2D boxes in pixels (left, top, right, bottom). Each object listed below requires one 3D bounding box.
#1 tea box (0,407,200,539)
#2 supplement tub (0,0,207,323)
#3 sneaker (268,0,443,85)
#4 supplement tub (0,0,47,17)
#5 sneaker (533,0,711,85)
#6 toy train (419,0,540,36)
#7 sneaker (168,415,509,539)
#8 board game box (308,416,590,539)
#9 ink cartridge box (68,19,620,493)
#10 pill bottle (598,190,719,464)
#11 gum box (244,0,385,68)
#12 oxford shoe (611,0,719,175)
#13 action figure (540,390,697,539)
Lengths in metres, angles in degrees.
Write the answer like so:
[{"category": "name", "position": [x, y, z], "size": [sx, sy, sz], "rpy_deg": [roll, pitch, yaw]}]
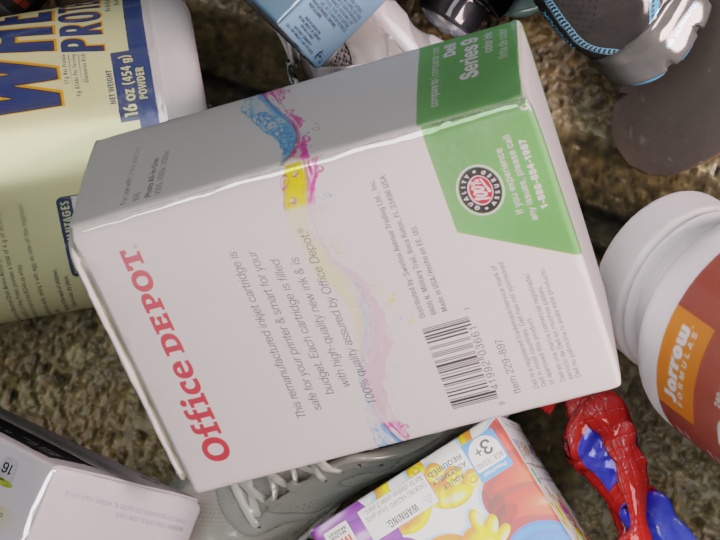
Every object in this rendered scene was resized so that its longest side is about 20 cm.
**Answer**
[{"category": "tea box", "position": [-0.217, 0.153, 0.962], "size": [0.200, 0.134, 0.197], "rpy_deg": [23, 87, 29]}, {"category": "supplement tub", "position": [-0.169, -0.048, 0.975], "size": [0.199, 0.145, 0.146], "rpy_deg": [-10, 81, -4]}, {"category": "sneaker", "position": [-0.010, -0.102, 1.004], "size": [0.200, 0.075, 0.082], "rpy_deg": [40, 90, 12]}, {"category": "supplement tub", "position": [-0.185, -0.183, 1.032], "size": [0.200, 0.107, 0.107], "rpy_deg": [-43, 78, 3]}, {"category": "sneaker", "position": [0.147, -0.188, 0.945], "size": [0.082, 0.073, 0.201], "rpy_deg": [32, 78, -28]}, {"category": "toy train", "position": [0.070, -0.214, 1.004], "size": [0.114, 0.085, 0.200], "rpy_deg": [30, 89, 22]}, {"category": "sneaker", "position": [-0.021, 0.082, 0.976], "size": [0.200, 0.092, 0.076], "rpy_deg": [-33, 79, 6]}, {"category": "board game box", "position": [0.077, 0.179, 0.939], "size": [0.103, 0.105, 0.200], "rpy_deg": [-33, 78, 6]}, {"category": "ink cartridge box", "position": [-0.005, -0.003, 0.877], "size": [0.199, 0.088, 0.146], "rpy_deg": [-16, 120, 10]}, {"category": "pill bottle", "position": [0.194, 0.043, 0.894], "size": [0.112, 0.112, 0.200], "rpy_deg": [-52, 43, 1]}, {"category": "gum box", "position": [-0.005, -0.216, 0.933], "size": [0.200, 0.045, 0.170], "rpy_deg": [-44, 55, 0]}, {"category": "oxford shoe", "position": [0.201, -0.121, 0.976], "size": [0.200, 0.071, 0.071], "rpy_deg": [-47, 76, 19]}, {"category": "action figure", "position": [0.136, 0.122, 0.954], "size": [0.052, 0.065, 0.200], "rpy_deg": [-31, 76, -5]}]
